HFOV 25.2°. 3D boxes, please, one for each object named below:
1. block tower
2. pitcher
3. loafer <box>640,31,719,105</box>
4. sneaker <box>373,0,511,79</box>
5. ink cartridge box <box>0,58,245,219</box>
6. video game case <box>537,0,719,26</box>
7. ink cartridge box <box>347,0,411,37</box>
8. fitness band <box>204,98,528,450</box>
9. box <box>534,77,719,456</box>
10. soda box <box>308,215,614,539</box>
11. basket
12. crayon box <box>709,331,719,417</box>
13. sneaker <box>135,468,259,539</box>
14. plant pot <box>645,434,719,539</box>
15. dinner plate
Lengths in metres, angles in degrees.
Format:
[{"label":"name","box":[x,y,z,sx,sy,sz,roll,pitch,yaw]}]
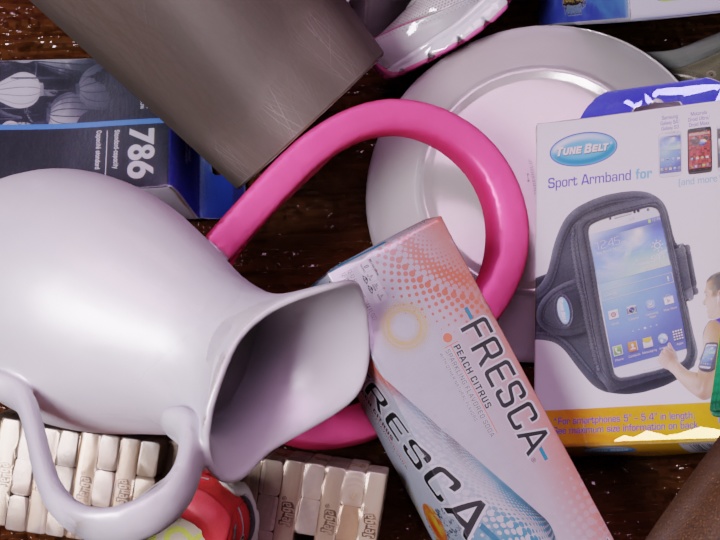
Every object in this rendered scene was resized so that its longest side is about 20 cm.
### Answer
[{"label":"block tower","box":[-0.088,0.111,0.803,0.199,0.054,0.058,9,89,4]},{"label":"pitcher","box":[-0.122,0.037,0.743,0.200,0.122,0.172,21,43,30]},{"label":"loafer","box":[0.203,-0.095,0.949,0.199,0.075,0.070,-12,70,2]},{"label":"sneaker","box":[0.066,-0.200,0.956,0.088,0.081,0.200,41,85,-5]},{"label":"ink cartridge box","box":[-0.166,-0.076,0.939,0.199,0.039,0.100,-2,57,-4]},{"label":"video game case","box":[0.211,-0.172,0.928,0.181,0.200,0.046,-6,98,-7]},{"label":"ink cartridge box","box":[-0.010,-0.218,1.015,0.116,0.068,0.200,32,61,17]},{"label":"fitness band","box":[0.000,0.000,0.843,0.144,0.037,0.200,43,74,0]},{"label":"box","box":[0.150,-0.006,0.832,0.119,0.041,0.201,-6,75,25]},{"label":"soda box","box":[0.050,0.078,0.791,0.068,0.064,0.200,-27,86,-17]},{"label":"basket","box":[-0.094,-0.155,0.884,0.200,0.180,0.136,48,57,-7]},{"label":"crayon box","box":[0.242,-0.019,0.763,0.118,0.058,0.201,11,80,-10]},{"label":"sneaker","box":[-0.131,0.163,0.735,0.077,0.085,0.200,44,91,4]},{"label":"plant pot","box":[0.165,0.201,0.708,0.200,0.187,0.187,-43,68,-12]},{"label":"dinner plate","box":[0.100,-0.048,0.901,0.199,0.024,0.201,-3,74,9]}]
